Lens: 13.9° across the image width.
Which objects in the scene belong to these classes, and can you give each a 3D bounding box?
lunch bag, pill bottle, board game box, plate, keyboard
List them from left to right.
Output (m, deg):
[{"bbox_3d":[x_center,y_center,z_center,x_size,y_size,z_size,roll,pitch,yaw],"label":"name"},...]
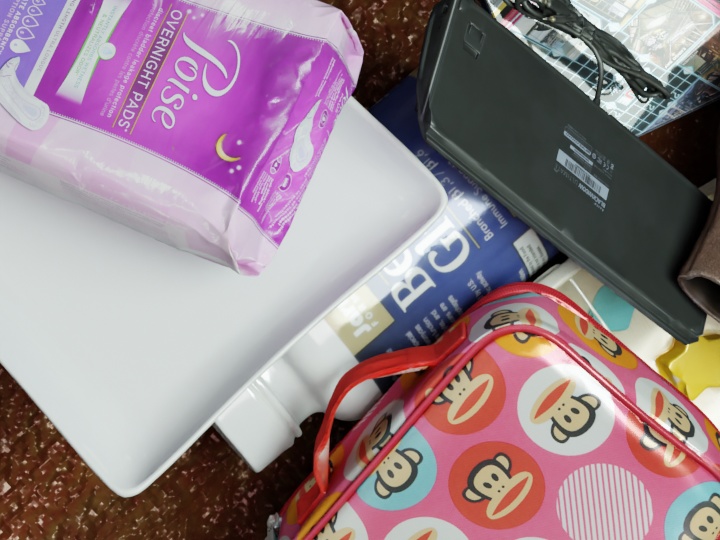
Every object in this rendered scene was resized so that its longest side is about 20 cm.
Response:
[{"bbox_3d":[-0.094,-0.029,1.338,0.200,0.032,0.200,-43,73,-5],"label":"plate"},{"bbox_3d":[0.000,0.000,1.391,0.200,0.111,0.111,-41,103,-5],"label":"pill bottle"},{"bbox_3d":[0.054,0.109,1.348,0.176,0.082,0.200,40,107,-11],"label":"lunch bag"},{"bbox_3d":[0.101,-0.062,1.355,0.200,0.021,0.127,37,55,-32],"label":"keyboard"},{"bbox_3d":[0.155,-0.149,1.448,0.200,0.035,0.136,-24,101,-9],"label":"board game box"}]

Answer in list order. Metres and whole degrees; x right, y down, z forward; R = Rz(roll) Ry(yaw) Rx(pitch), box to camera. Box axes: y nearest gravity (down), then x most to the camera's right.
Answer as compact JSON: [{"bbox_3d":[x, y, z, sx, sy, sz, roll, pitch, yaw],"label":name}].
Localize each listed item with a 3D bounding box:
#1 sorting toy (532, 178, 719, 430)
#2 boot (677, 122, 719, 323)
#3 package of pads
[{"bbox_3d":[0.176,0.043,1.448,0.180,0.107,0.200,-40,102,-14],"label":"sorting toy"},{"bbox_3d":[0.242,-0.014,1.427,0.200,0.072,0.166,33,63,-26],"label":"boot"},{"bbox_3d":[-0.111,-0.088,1.302,0.200,0.076,0.121,23,81,14],"label":"package of pads"}]
